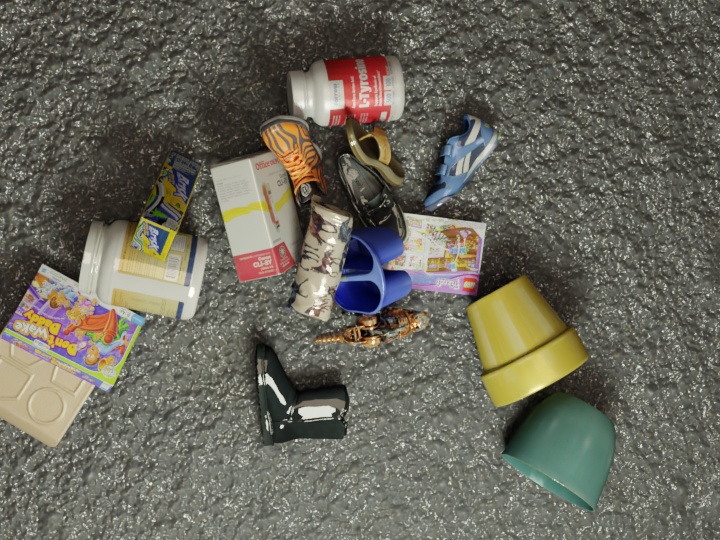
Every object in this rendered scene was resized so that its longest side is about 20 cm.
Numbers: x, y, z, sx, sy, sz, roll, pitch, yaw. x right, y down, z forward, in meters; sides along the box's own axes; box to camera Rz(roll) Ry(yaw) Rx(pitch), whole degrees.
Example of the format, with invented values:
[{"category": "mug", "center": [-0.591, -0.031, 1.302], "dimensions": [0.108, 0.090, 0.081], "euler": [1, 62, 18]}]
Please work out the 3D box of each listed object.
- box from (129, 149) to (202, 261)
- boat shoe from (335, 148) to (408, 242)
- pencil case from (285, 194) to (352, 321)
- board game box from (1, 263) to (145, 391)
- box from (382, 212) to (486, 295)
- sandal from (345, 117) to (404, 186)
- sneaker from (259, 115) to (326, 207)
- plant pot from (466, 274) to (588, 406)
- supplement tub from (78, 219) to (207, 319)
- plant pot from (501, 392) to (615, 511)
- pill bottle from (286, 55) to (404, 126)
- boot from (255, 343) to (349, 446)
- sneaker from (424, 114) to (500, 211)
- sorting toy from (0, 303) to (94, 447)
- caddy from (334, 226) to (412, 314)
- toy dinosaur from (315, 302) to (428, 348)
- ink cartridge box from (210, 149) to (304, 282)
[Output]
[{"category": "box", "center": [-0.322, -0.111, 1.509], "dimensions": [0.063, 0.202, 0.071], "euler": [23, 127, -13]}, {"category": "boat shoe", "center": [0.019, -0.133, 1.620], "dimensions": [0.074, 0.066, 0.202], "euler": [-29, 86, 5]}, {"category": "pencil case", "center": [-0.071, -0.021, 1.541], "dimensions": [0.088, 0.078, 0.204], "euler": [20, 104, 20]}, {"category": "board game box", "center": [-0.487, 0.099, 1.544], "dimensions": [0.198, 0.045, 0.136], "euler": [30, 59, -16]}, {"category": "box", "center": [0.131, -0.033, 1.694], "dimensions": [0.196, 0.039, 0.140], "euler": [7, 95, -12]}, {"category": "sandal", "center": [0.033, -0.215, 1.592], "dimensions": [0.053, 0.082, 0.199], "euler": [-27, 147, 22]}, {"category": "sneaker", "center": [-0.102, -0.180, 1.540], "dimensions": [0.076, 0.200, 0.114], "euler": [-22, 66, 15]}, {"category": "plant pot", "center": [0.292, 0.122, 1.676], "dimensions": [0.198, 0.201, 0.191], "euler": [-28, 86, -7]}, {"category": "supplement tub", "center": [-0.369, -0.004, 1.540], "dimensions": [0.196, 0.144, 0.147], "euler": [12, 94, -13]}, {"category": "plant pot", "center": [0.392, 0.333, 1.718], "dimensions": [0.199, 0.200, 0.163], "euler": [35, 77, -13]}, {"category": "pill bottle", "center": [-0.028, -0.315, 1.591], "dimensions": [0.196, 0.112, 0.115], "euler": [-7, 98, -11]}, {"category": "boot", "center": [-0.106, 0.221, 1.654], "dimensions": [0.165, 0.076, 0.204], "euler": [-7, 105, -7]}, {"category": "sneaker", "center": [0.172, -0.199, 1.669], "dimensions": [0.082, 0.074, 0.201], "euler": [39, 81, -11]}, {"category": "sorting toy", "center": [-0.563, 0.182, 1.582], "dimensions": [0.184, 0.036, 0.202], "euler": [34, 93, -13]}, {"category": "caddy", "center": [0.000, 0.000, 1.594], "dimensions": [0.104, 0.199, 0.144], "euler": [-18, 101, -30]}, {"category": "toy dinosaur", "center": [0.020, 0.097, 1.637], "dimensions": [0.196, 0.136, 0.104], "euler": [10, 96, -13]}, {"category": "ink cartridge box", "center": [-0.173, -0.099, 1.561], "dimensions": [0.082, 0.145, 0.204], "euler": [-11, 101, 20]}]
